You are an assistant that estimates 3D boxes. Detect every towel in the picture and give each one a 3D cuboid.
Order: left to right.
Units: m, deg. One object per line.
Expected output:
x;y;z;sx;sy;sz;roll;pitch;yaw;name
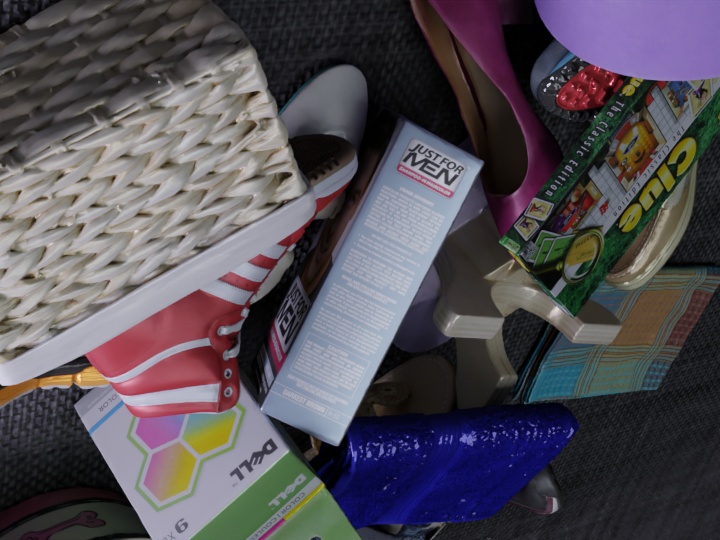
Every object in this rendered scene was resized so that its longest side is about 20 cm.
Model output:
0.045;0.147;0.963;0.198;0.050;0.148;-2;152;-30;towel
0.237;0.057;1.215;0.198;0.022;0.148;-1;126;-39;towel

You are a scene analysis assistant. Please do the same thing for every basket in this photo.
-0.143;-0.060;0.713;0.198;0.136;0.124;-29;136;-15;basket

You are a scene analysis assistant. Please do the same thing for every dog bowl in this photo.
-0.218;0.243;0.972;0.198;0.074;0.202;-22;137;-23;dog bowl

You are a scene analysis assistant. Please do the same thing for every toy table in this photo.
0.100;0.005;0.982;0.182;0.117;0.202;-7;131;-35;toy table

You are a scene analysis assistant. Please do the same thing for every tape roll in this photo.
0.193;-0.213;0.790;0.199;0.200;0.085;-33;140;-9;tape roll

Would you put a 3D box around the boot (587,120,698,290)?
0.190;-0.096;0.977;0.154;0.072;0.202;20;93;-46;boot

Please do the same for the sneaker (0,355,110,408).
-0.210;0.032;0.796;0.198;0.078;0.078;-12;120;-36;sneaker

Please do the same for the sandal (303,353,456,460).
-0.019;0.135;1.034;0.211;0.078;0.070;-40;143;8;sandal

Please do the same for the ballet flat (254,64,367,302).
-0.050;-0.037;0.860;0.201;0.070;0.069;-51;140;11;ballet flat

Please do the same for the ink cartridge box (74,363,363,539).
-0.095;0.130;0.868;0.104;0.200;0.059;-40;142;-2;ink cartridge box

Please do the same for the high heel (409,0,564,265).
0.074;-0.096;0.859;0.095;0.067;0.203;-14;96;-38;high heel

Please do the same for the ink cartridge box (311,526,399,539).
-0.042;0.286;1.055;0.174;0.084;0.200;26;129;-18;ink cartridge box

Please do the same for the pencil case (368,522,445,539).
0.006;0.232;1.118;0.078;0.089;0.201;-42;166;-55;pencil case

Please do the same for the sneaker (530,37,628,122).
0.167;-0.178;0.878;0.200;0.095;0.080;-45;145;-20;sneaker

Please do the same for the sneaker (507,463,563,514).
0.096;0.184;1.122;0.114;0.077;0.200;-23;174;-7;sneaker

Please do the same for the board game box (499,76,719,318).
0.176;-0.071;0.870;0.201;0.023;0.105;-52;144;-1;board game box

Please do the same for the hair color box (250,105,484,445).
0.000;0.000;0.869;0.060;0.099;0.202;26;97;-13;hair color box

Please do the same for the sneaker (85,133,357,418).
-0.075;0.008;0.802;0.199;0.071;0.113;-33;124;-15;sneaker
